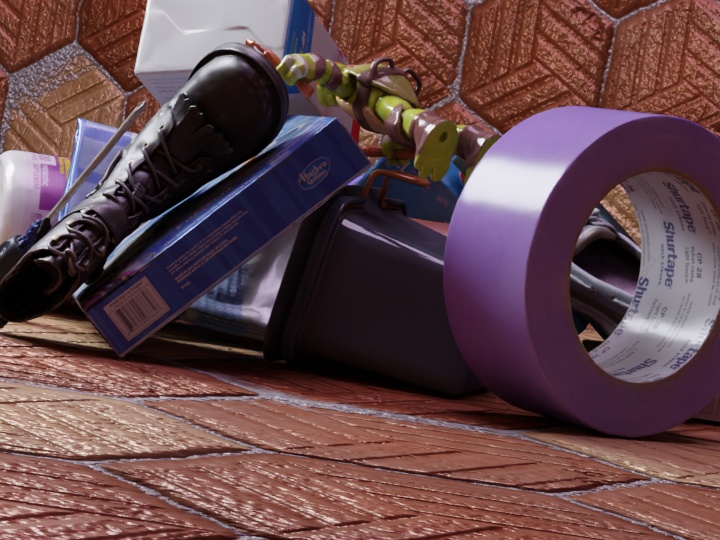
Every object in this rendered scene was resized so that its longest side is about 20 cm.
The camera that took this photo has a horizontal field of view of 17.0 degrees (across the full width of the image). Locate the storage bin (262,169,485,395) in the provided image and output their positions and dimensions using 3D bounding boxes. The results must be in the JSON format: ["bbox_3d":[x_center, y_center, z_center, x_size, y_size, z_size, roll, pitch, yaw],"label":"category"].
[{"bbox_3d":[0.039,0.014,1.648,0.134,0.146,0.200,20,5,13],"label":"storage bin"}]

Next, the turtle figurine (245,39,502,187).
[{"bbox_3d":[0.024,-0.104,1.621,0.161,0.064,0.200,32,-2,40],"label":"turtle figurine"}]

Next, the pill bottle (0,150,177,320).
[{"bbox_3d":[-0.175,-0.022,1.788,0.200,0.113,0.112,7,3,-16],"label":"pill bottle"}]

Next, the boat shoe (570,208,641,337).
[{"bbox_3d":[0.176,0.000,1.690,0.074,0.065,0.202,-18,48,-32],"label":"boat shoe"}]

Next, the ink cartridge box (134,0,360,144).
[{"bbox_3d":[-0.071,-0.128,1.754,0.116,0.067,0.200,-1,-24,20],"label":"ink cartridge box"}]

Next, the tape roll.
[{"bbox_3d":[0.155,-0.001,1.514,0.200,0.200,0.085,7,4,-37],"label":"tape roll"}]

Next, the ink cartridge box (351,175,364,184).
[{"bbox_3d":[-0.004,-0.027,1.961,0.200,0.043,0.198,37,-14,-13],"label":"ink cartridge box"}]

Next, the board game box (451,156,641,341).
[{"bbox_3d":[0.168,-0.018,1.816,0.200,0.028,0.135,51,24,22],"label":"board game box"}]

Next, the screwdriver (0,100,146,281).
[{"bbox_3d":[-0.202,-0.041,1.613,0.028,0.200,0.029,39,30,-9],"label":"screwdriver"}]

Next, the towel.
[{"bbox_3d":[-0.118,-0.028,1.732,0.200,0.147,0.024,15,-32,-12],"label":"towel"}]

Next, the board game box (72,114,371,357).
[{"bbox_3d":[-0.099,-0.028,1.587,0.043,0.200,0.199,53,-6,-9],"label":"board game box"}]

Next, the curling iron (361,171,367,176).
[{"bbox_3d":[0.051,-0.034,1.944,0.200,0.026,0.050,33,-34,-7],"label":"curling iron"}]

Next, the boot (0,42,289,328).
[{"bbox_3d":[-0.141,-0.045,1.516,0.200,0.069,0.174,-41,5,44],"label":"boot"}]

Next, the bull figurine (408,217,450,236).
[{"bbox_3d":[0.000,0.000,1.801,0.200,0.122,0.065,11,3,30],"label":"bull figurine"}]

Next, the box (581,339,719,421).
[{"bbox_3d":[0.249,0.084,1.770,0.144,0.036,0.200,8,2,-8],"label":"box"}]

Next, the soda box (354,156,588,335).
[{"bbox_3d":[0.092,-0.021,1.845,0.200,0.068,0.064,46,34,-2],"label":"soda box"}]
